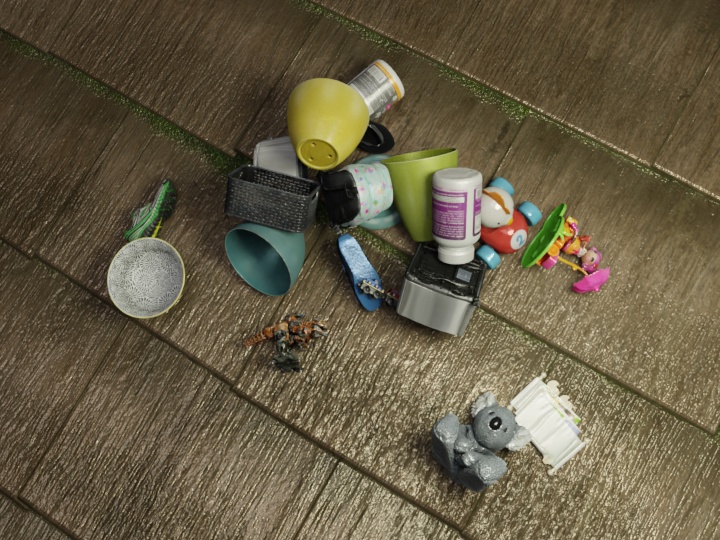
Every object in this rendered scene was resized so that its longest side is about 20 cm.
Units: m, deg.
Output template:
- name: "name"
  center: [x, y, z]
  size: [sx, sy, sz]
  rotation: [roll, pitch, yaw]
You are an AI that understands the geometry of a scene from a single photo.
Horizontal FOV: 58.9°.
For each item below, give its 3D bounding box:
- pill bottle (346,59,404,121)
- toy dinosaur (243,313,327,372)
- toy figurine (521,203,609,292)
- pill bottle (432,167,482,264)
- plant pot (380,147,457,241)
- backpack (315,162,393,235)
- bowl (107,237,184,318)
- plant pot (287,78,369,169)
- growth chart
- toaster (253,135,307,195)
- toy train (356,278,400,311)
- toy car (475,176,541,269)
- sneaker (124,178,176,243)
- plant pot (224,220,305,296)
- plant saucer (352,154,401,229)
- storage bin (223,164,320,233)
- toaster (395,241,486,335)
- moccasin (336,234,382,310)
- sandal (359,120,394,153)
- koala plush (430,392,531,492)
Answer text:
- name: "pill bottle"
  center: [0.005, -0.434, 1.631]
  size: [0.200, 0.116, 0.117]
  rotation: [-39, 79, -2]
- name: "toy dinosaur"
  center: [-0.179, 0.174, 1.567]
  size: [0.198, 0.102, 0.137]
  rotation: [-16, 63, 21]
- name: "toy figurine"
  center: [0.512, -0.034, 1.524]
  size: [0.183, 0.150, 0.201]
  rotation: [35, 60, -3]
- name: "pill bottle"
  center: [0.217, -0.122, 1.439]
  size: [0.111, 0.112, 0.202]
  rotation: [0, 113, 5]
- name: "plant pot"
  center: [0.153, -0.179, 1.541]
  size: [0.185, 0.187, 0.202]
  rotation: [-8, 105, 4]
- name: "backpack"
  center: [-0.012, -0.185, 1.510]
  size: [0.126, 0.200, 0.168]
  rotation: [-22, 96, -23]
- name: "bowl"
  center: [-0.524, 0.025, 1.610]
  size: [0.199, 0.094, 0.203]
  rotation: [-1, 80, 5]
- name: "plant pot"
  center: [-0.087, -0.321, 1.488]
  size: [0.198, 0.201, 0.143]
  rotation: [6, 56, 7]
- name: "growth chart"
  center: [0.443, 0.355, 1.496]
  size: [0.144, 0.018, 0.201]
  rotation: [-34, 78, -2]
- name: "toaster"
  center: [-0.198, -0.245, 1.620]
  size: [0.128, 0.114, 0.202]
  rotation: [-2, 82, 9]
- name: "toy train"
  center: [0.082, 0.068, 1.544]
  size: [0.199, 0.034, 0.046]
  rotation: [27, 72, -13]
- name: "toy car"
  center: [0.324, -0.129, 1.502]
  size: [0.177, 0.200, 0.184]
  rotation: [44, 87, 11]
- name: "sneaker"
  center: [-0.547, -0.152, 1.652]
  size: [0.085, 0.078, 0.201]
  rotation: [27, 84, 10]
- name: "plant pot"
  center: [-0.212, -0.057, 1.562]
  size: [0.199, 0.201, 0.135]
  rotation: [33, 52, 10]
- name: "plant saucer"
  center: [0.043, -0.206, 1.632]
  size: [0.198, 0.027, 0.202]
  rotation: [-1, 80, 5]
- name: "storage bin"
  center: [-0.206, -0.170, 1.499]
  size: [0.198, 0.135, 0.095]
  rotation: [14, 114, 5]
- name: "toaster"
  center: [0.191, 0.043, 1.489]
  size: [0.179, 0.200, 0.119]
  rotation: [19, 123, 8]
- name: "moccasin"
  center: [0.000, 0.000, 1.573]
  size: [0.080, 0.068, 0.202]
  rotation: [-22, 101, -12]
- name: "sandal"
  center: [0.010, -0.346, 1.590]
  size: [0.076, 0.199, 0.043]
  rotation: [-46, 43, 19]
- name: "koala plush"
  center: [0.277, 0.382, 1.454]
  size: [0.200, 0.184, 0.177]
  rotation: [-39, 65, -23]
